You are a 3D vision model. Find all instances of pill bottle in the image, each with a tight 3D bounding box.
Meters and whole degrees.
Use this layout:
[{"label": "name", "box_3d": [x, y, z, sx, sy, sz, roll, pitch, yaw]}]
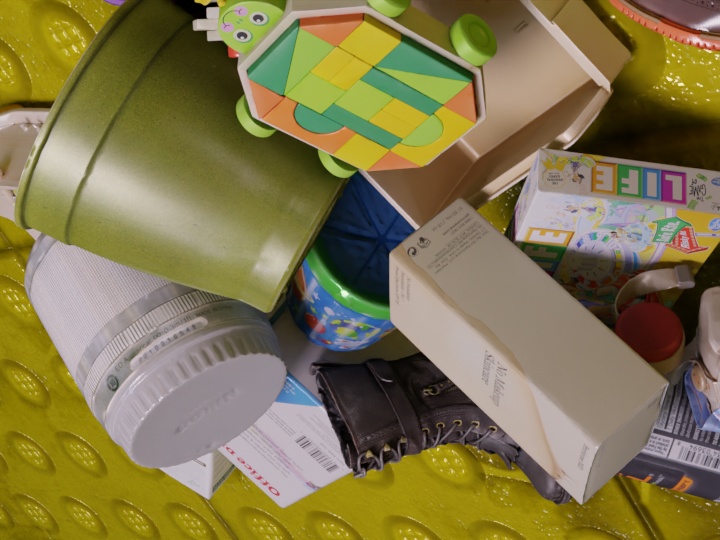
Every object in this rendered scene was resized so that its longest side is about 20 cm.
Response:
[{"label": "pill bottle", "box_3d": [0.207, 0.104, 1.078, 0.199, 0.107, 0.106, 15, 143, -1]}]

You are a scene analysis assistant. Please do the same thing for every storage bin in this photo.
[{"label": "storage bin", "box_3d": [0.053, -0.152, 0.996, 0.200, 0.094, 0.198, 45, 145, -8]}]

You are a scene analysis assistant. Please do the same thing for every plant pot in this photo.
[{"label": "plant pot", "box_3d": [-0.114, -0.071, 1.026, 0.192, 0.201, 0.201, 29, 145, -1]}]

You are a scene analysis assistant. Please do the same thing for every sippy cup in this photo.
[{"label": "sippy cup", "box_3d": [0.000, 0.000, 1.173, 0.178, 0.140, 0.130, 39, 147, 2]}]

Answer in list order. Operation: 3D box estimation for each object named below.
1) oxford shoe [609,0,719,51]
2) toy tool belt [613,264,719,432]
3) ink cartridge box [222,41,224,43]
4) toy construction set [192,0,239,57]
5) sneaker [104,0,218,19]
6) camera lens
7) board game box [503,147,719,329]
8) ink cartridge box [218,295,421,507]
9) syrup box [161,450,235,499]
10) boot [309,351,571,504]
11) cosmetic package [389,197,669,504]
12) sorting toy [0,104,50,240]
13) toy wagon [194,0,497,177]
[{"label": "oxford shoe", "box_3d": [0.245, -0.165, 0.851, 0.199, 0.071, 0.073, 19, 112, 30]}, {"label": "toy tool belt", "box_3d": [0.275, 0.067, 0.988, 0.199, 0.125, 0.123, -7, 142, 3]}, {"label": "ink cartridge box", "box_3d": [-0.106, -0.107, 1.195, 0.146, 0.084, 0.200, 30, 144, 14]}, {"label": "toy construction set", "box_3d": [-0.077, -0.240, 0.964, 0.131, 0.201, 0.092, 5, 177, 41]}, {"label": "sneaker", "box_3d": [-0.144, -0.228, 1.097, 0.199, 0.084, 0.081, 8, 134, 37]}, {"label": "camera lens", "box_3d": [-0.170, 0.038, 1.156, 0.200, 0.159, 0.160, 55, 152, 26]}, {"label": "board game box", "box_3d": [0.171, -0.015, 1.010, 0.134, 0.034, 0.200, 7, 154, -2]}, {"label": "ink cartridge box", "box_3d": [-0.046, 0.103, 1.319, 0.147, 0.146, 0.200, 43, 145, -7]}, {"label": "syrup box", "box_3d": [-0.173, 0.155, 1.549, 0.081, 0.079, 0.200, 29, 143, 14]}, {"label": "boot", "box_3d": [0.065, 0.137, 1.184, 0.200, 0.173, 0.069, 55, 149, 32]}, {"label": "cosmetic package", "box_3d": [0.111, 0.055, 0.985, 0.200, 0.073, 0.104, 44, 160, 25]}, {"label": "sorting toy", "box_3d": [-0.298, -0.067, 1.410, 0.199, 0.107, 0.180, 6, 141, 37]}, {"label": "toy wagon", "box_3d": [-0.017, -0.129, 0.900, 0.199, 0.040, 0.155, 24, 139, -29]}]
